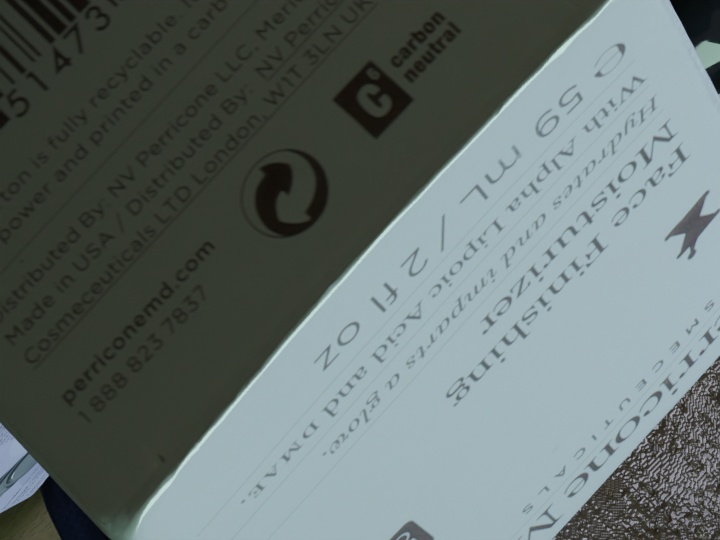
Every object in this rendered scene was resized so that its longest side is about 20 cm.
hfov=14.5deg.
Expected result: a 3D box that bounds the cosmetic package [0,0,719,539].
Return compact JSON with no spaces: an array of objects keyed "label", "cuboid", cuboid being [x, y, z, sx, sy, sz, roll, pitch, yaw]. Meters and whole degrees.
[{"label":"cosmetic package","cuboid":[-0.018,-0.023,0.688,0.165,0.165,0.200,-47,154,0]}]

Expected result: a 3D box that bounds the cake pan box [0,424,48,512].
[{"label":"cake pan box","cuboid":[-0.117,0.019,0.907,0.200,0.052,0.184,-51,171,27]}]

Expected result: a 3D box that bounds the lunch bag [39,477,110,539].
[{"label":"lunch bag","cuboid":[-0.029,0.101,1.171,0.132,0.201,0.136,-17,-167,38]}]

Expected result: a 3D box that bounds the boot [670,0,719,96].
[{"label":"boot","cuboid":[0.120,-0.099,0.944,0.168,0.077,0.200,-44,156,20]}]
